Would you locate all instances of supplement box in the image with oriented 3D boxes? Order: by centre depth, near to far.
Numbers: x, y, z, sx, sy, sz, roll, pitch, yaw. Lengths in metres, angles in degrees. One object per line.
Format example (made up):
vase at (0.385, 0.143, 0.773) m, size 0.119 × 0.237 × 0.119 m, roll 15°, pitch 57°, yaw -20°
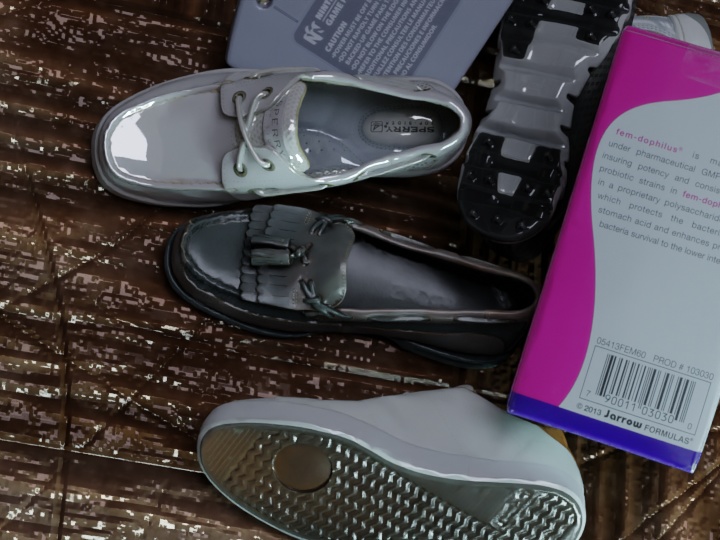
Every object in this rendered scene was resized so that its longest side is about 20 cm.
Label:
supplement box at (0.154, -0.011, 1.194) m, size 0.100 × 0.103 × 0.202 m, roll 18°, pitch 92°, yaw 9°

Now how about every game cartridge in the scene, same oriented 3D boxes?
game cartridge at (0.020, -0.170, 1.242) m, size 0.133 × 0.041 × 0.201 m, roll 31°, pitch 103°, yaw -13°

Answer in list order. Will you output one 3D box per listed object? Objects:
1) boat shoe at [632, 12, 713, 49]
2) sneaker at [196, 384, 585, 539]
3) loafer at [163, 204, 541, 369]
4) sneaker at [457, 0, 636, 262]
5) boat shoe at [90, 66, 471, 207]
boat shoe at (0.164, -0.048, 1.294) m, size 0.064 × 0.074 × 0.204 m, roll 1°, pitch 72°, yaw -7°
sneaker at (0.015, 0.094, 1.199) m, size 0.198 × 0.073 × 0.085 m, roll 13°, pitch 33°, yaw -7°
loafer at (0.000, 0.000, 1.218) m, size 0.198 × 0.063 × 0.072 m, roll 12°, pitch 67°, yaw -16°
sneaker at (0.104, -0.093, 1.278) m, size 0.066 × 0.091 × 0.201 m, roll 15°, pitch 71°, yaw 15°
boat shoe at (-0.040, -0.074, 1.205) m, size 0.198 × 0.069 × 0.071 m, roll -7°, pitch 90°, yaw -4°
